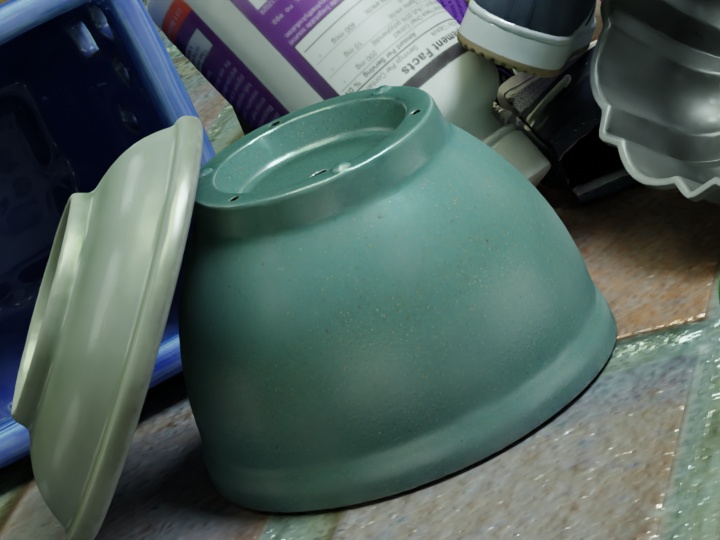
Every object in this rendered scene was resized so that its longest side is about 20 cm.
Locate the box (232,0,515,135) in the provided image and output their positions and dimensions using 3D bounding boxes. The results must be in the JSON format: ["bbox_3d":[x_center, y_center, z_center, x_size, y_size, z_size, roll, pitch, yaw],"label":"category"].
[{"bbox_3d":[-0.003,-0.114,1.650,0.106,0.122,0.200,-28,20,-15],"label":"box"}]

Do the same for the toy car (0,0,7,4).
[{"bbox_3d":[-0.245,-0.152,1.890,0.164,0.200,0.158,-11,22,29],"label":"toy car"}]

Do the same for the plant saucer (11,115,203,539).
[{"bbox_3d":[-0.120,0.022,1.326,0.050,0.201,0.200,15,18,-9],"label":"plant saucer"}]

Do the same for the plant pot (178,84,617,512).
[{"bbox_3d":[0.000,0.000,1.333,0.200,0.134,0.200,-19,20,8],"label":"plant pot"}]

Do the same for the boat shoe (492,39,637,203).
[{"bbox_3d":[0.168,-0.099,1.525,0.200,0.075,0.093,-32,27,-4],"label":"boat shoe"}]

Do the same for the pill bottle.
[{"bbox_3d":[-0.002,-0.096,1.470,0.111,0.200,0.111,-42,-6,-6],"label":"pill bottle"}]

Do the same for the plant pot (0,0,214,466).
[{"bbox_3d":[-0.185,-0.029,1.504,0.200,0.200,0.180,-28,13,-13],"label":"plant pot"}]

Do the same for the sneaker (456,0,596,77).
[{"bbox_3d":[0.097,-0.166,1.470,0.070,0.109,0.200,19,16,1],"label":"sneaker"}]

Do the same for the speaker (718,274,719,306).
[{"bbox_3d":[0.241,-0.025,1.214,0.200,0.089,0.088,-33,22,-28],"label":"speaker"}]

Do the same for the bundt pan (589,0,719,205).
[{"bbox_3d":[0.207,-0.113,1.385,0.202,0.076,0.202,-29,47,37],"label":"bundt pan"}]
